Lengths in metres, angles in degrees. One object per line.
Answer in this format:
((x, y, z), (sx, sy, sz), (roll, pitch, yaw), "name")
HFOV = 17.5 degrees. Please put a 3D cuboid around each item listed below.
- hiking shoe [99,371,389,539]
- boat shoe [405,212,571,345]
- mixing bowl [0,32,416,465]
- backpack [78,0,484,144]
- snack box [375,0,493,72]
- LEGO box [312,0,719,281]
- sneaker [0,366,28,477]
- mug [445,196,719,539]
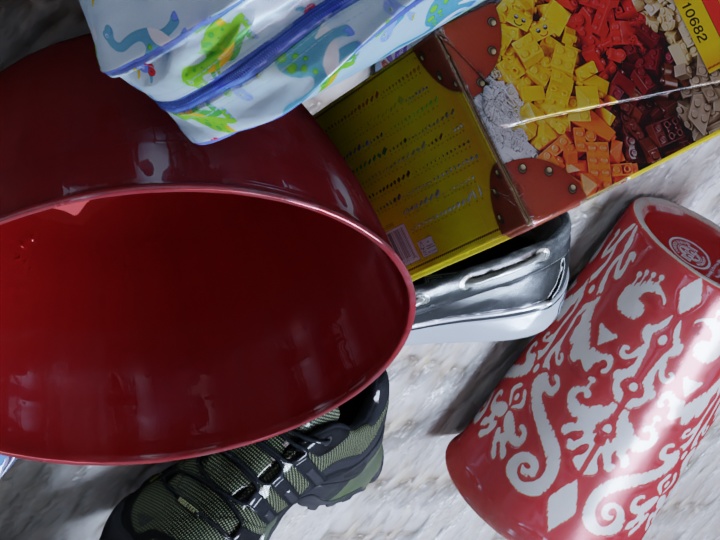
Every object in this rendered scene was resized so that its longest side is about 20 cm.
((-0.058, 0.093, 1.203), (0.200, 0.076, 0.101), (-32, 146, -43), "hiking shoe")
((0.001, 0.002, 1.071), (0.198, 0.074, 0.068), (-3, 140, -6), "boat shoe")
((-0.084, -0.020, 0.879), (0.199, 0.109, 0.200), (-6, 150, -4), "mixing bowl")
((-0.011, -0.130, 0.780), (0.199, 0.155, 0.163), (-16, -174, -39), "backpack")
((0.073, -0.091, 1.110), (0.142, 0.053, 0.200), (-31, 152, -20), "snack box")
((0.068, -0.062, 0.903), (0.149, 0.077, 0.200), (-27, -179, -23), "LEGO box")
((-0.205, 0.067, 0.921), (0.200, 0.074, 0.082), (-34, 152, -22), "sneaker")
((0.152, 0.055, 1.425), (0.133, 0.178, 0.200), (21, 115, -23), "mug")
